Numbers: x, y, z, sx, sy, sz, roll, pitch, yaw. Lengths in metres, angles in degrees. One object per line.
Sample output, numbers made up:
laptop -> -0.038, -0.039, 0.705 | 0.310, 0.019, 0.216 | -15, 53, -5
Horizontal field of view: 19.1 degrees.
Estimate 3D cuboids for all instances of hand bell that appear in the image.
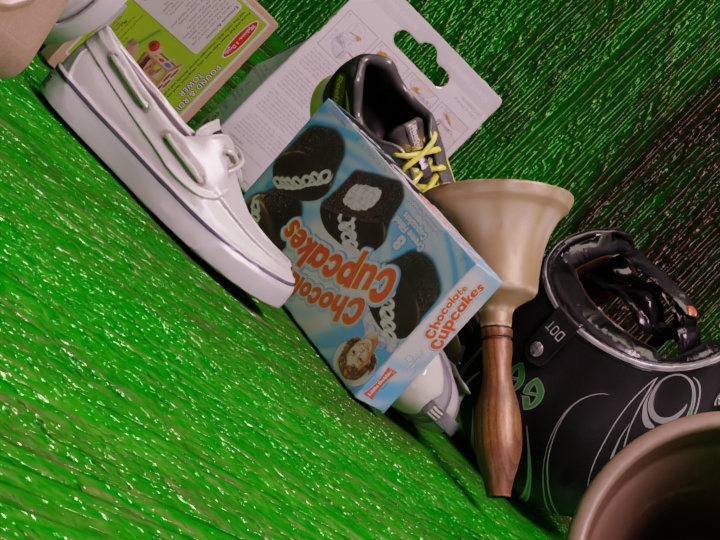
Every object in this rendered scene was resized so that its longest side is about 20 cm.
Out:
hand bell -> 0.090, 0.049, 1.416 | 0.104, 0.103, 0.202 | 31, 58, -68

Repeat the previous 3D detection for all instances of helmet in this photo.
helmet -> 0.166, 0.087, 1.572 | 0.199, 0.191, 0.201 | 16, 37, -13

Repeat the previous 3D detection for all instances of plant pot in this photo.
plant pot -> 0.204, 0.197, 1.237 | 0.200, 0.200, 0.175 | 46, -13, 11

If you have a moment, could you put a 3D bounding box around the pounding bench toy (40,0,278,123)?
pounding bench toy -> -0.141, -0.224, 1.501 | 0.124, 0.200, 0.156 | 38, 9, -46

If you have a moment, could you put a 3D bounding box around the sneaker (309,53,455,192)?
sneaker -> 0.031, -0.062, 1.501 | 0.201, 0.074, 0.085 | 56, -24, 8

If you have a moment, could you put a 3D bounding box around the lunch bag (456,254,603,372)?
lunch bag -> 0.138, 0.076, 1.782 | 0.200, 0.076, 0.160 | 46, 45, 14

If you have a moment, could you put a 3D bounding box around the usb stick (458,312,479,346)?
usb stick -> 0.067, 0.011, 1.636 | 0.200, 0.032, 0.056 | 64, 2, -73

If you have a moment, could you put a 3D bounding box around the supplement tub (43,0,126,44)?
supplement tub -> -0.222, -0.230, 1.237 | 0.145, 0.145, 0.200 | 49, 7, 36

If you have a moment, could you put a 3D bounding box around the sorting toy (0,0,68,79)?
sorting toy -> -0.195, -0.224, 1.128 | 0.036, 0.201, 0.185 | 32, -4, 40

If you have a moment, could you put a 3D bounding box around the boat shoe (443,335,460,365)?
boat shoe -> 0.000, 0.000, 1.615 | 0.200, 0.072, 0.065 | 50, -4, -11

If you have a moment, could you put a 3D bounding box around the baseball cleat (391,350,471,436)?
baseball cleat -> 0.013, 0.042, 1.473 | 0.107, 0.069, 0.201 | 50, 10, -42

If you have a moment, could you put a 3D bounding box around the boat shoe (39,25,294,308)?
boat shoe -> -0.104, -0.064, 1.306 | 0.200, 0.066, 0.072 | 45, 5, 2

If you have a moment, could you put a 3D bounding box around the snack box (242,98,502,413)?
snack box -> -0.003, -0.012, 1.410 | 0.037, 0.116, 0.200 | 33, 12, -47

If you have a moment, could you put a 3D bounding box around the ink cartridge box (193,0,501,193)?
ink cartridge box -> -0.012, -0.123, 1.716 | 0.162, 0.200, 0.050 | 42, 6, -26
